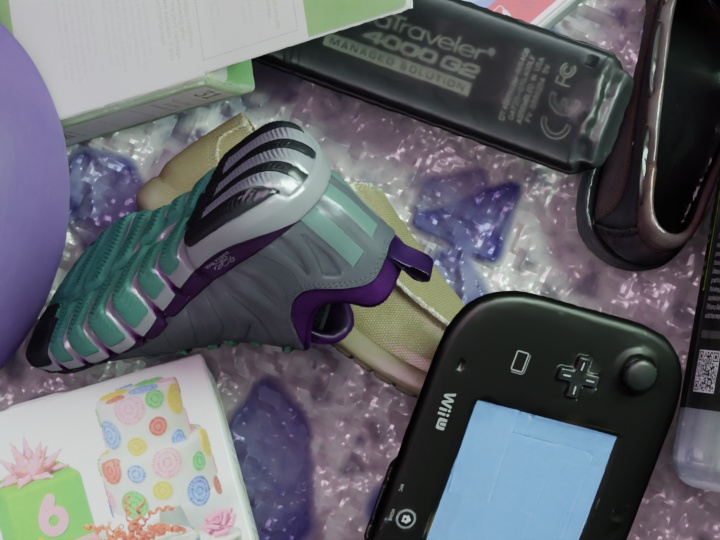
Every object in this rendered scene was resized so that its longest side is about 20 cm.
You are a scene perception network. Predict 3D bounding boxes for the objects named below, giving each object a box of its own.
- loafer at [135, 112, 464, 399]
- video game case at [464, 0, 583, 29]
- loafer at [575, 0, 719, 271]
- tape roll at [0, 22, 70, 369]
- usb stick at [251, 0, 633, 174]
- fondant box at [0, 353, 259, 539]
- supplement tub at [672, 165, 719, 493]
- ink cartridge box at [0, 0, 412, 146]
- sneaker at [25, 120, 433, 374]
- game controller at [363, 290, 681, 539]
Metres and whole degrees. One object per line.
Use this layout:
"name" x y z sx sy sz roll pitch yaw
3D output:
"loafer" 0.000 0.000 1.186 0.199 0.076 0.068 31 90 9
"video game case" 0.049 -0.207 1.249 0.143 0.017 0.200 -40 80 -4
"loafer" 0.150 -0.095 1.192 0.072 0.063 0.201 21 84 -14
"tape roll" -0.227 -0.032 1.180 0.199 0.085 0.201 -1 85 18
"usb stick" 0.018 -0.094 1.202 0.199 0.033 0.056 21 87 21
"fondant box" -0.105 0.151 1.176 0.143 0.058 0.201 -16 80 1
"supplement tub" 0.199 -0.003 1.139 0.122 0.123 0.201 9 88 6
"ink cartridge box" -0.065 -0.147 1.193 0.199 0.048 0.146 -14 78 25
"sneaker" -0.058 0.016 1.135 0.087 0.200 0.075 38 54 -18
"game controller" 0.054 0.106 1.141 0.104 0.042 0.201 13 104 -26
